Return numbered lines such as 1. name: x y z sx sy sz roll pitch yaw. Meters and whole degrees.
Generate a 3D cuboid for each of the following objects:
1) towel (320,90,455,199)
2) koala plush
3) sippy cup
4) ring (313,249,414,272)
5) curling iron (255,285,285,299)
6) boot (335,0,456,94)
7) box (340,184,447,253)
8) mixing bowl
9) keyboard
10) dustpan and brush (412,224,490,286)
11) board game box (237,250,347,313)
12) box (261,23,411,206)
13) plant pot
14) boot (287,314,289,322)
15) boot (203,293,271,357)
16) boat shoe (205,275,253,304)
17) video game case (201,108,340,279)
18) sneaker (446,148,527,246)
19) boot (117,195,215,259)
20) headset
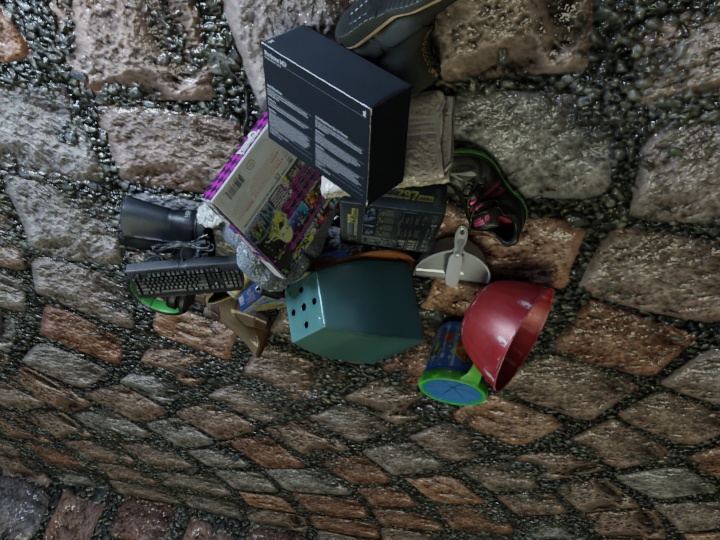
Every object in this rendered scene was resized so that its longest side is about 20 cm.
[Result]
1. towel: 0.035 -0.172 0.965 0.194 0.137 0.034 -6 158 24
2. koala plush: -0.169 -0.073 1.156 0.175 0.189 0.197 16 180 -43
3. sippy cup: 0.189 0.178 1.390 0.174 0.134 0.140 -7 146 33
4. ring: 0.000 0.000 1.248 0.194 0.020 0.201 -11 163 -3
5. curling iron: -0.134 0.035 1.208 0.048 0.026 0.199 -13 170 16
6. boot: 0.082 -0.289 0.853 0.197 0.079 0.137 -6 147 47
7. box: 0.045 -0.085 1.091 0.152 0.053 0.200 6 164 1
8. mixing bowl: 0.244 0.095 1.241 0.107 0.201 0.202 30 152 24
9. keyboard: -0.297 -0.003 1.191 0.193 0.021 0.129 -6 132 1
10. dustpan and brush: 0.160 -0.025 1.185 0.135 0.058 0.203 6 142 4
11. board game box: -0.126 0.022 1.315 0.133 0.035 0.199 -7 161 -39
12. box: -0.034 -0.200 0.898 0.199 0.078 0.143 38 147 29
13. plant pot: -0.020 0.068 1.174 0.196 0.146 0.140 6 156 -43
14. boot: -0.039 0.114 1.446 0.152 0.075 0.202 -18 135 43
15. boot: -0.267 0.109 1.523 0.143 0.071 0.202 21 144 1
16. boat shoe: -0.232 0.021 1.370 0.071 0.078 0.198 35 139 -28
17. video game case: -0.112 -0.123 1.033 0.035 0.203 0.182 16 157 45
18. sneaker: 0.181 -0.107 1.048 0.198 0.086 0.076 34 140 -27
19. boot: -0.357 -0.049 1.314 0.163 0.078 0.203 9 139 1
20. headset: -0.343 0.013 1.284 0.122 0.096 0.198 36 141 -25
